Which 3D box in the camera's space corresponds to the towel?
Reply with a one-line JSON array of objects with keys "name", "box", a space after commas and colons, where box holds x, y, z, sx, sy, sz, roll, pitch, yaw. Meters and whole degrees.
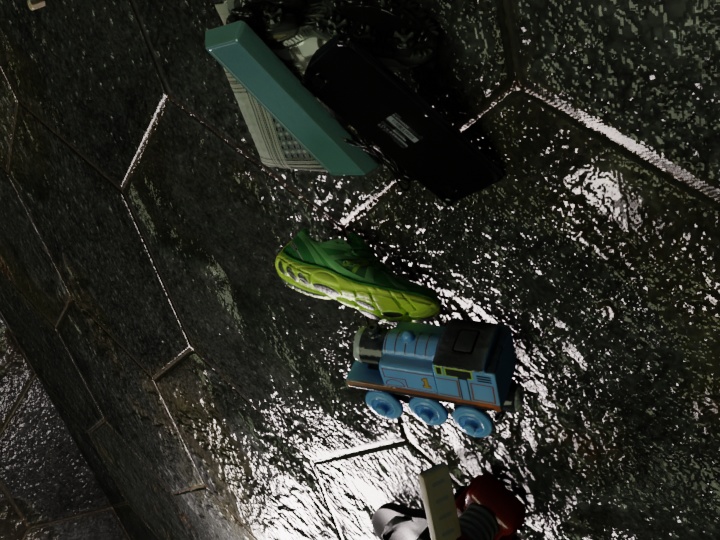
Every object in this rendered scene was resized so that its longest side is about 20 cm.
[{"name": "towel", "box": [-0.076, -0.198, 0.782, 0.191, 0.034, 0.203, 12, 128, 45]}]

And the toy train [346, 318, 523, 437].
[{"name": "toy train", "box": [0.077, 0.108, 0.792, 0.197, 0.087, 0.115, 6, 132, 27]}]

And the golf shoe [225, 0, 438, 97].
[{"name": "golf shoe", "box": [-0.022, -0.204, 0.668, 0.197, 0.078, 0.095, 15, 151, 18]}]

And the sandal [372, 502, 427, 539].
[{"name": "sandal", "box": [0.070, 0.399, 1.123, 0.077, 0.043, 0.200, 55, 146, -2]}]

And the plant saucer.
[{"name": "plant saucer", "box": [-0.065, -0.155, 0.699, 0.069, 0.019, 0.200, 9, 153, 49]}]

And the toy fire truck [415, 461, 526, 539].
[{"name": "toy fire truck", "box": [0.118, 0.296, 0.856, 0.128, 0.175, 0.201, 40, 144, 19]}]

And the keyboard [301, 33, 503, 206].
[{"name": "keyboard", "box": [0.034, -0.134, 0.658, 0.199, 0.040, 0.103, 37, 146, -25]}]

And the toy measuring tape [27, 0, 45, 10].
[{"name": "toy measuring tape", "box": [-0.503, -0.472, 1.027, 0.073, 0.073, 0.203, 18, 132, 40]}]

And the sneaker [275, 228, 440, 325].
[{"name": "sneaker", "box": [0.000, 0.000, 0.827, 0.197, 0.084, 0.074, 20, 157, 14]}]
